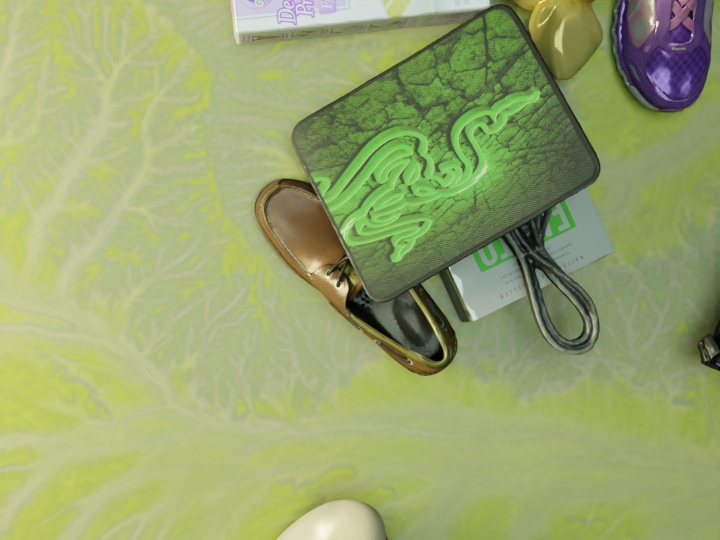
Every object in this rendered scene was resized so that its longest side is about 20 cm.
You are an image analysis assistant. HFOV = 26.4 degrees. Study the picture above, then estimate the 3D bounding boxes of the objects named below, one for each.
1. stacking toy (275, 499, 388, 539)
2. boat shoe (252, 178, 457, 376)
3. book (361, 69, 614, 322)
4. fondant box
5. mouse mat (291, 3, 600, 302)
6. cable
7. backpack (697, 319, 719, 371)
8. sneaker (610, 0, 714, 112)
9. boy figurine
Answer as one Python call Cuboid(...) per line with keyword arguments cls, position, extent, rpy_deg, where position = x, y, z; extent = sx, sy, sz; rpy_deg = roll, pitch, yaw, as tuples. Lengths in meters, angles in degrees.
Cuboid(cls="stacking toy", position=(0.015, 0.287, 1.182), extent=(0.146, 0.146, 0.200), rpy_deg=(-46, 114, -3))
Cuboid(cls="boat shoe", position=(0.000, 0.000, 1.183), extent=(0.200, 0.068, 0.072), rpy_deg=(40, 89, -4))
Cuboid(cls="book", position=(0.100, -0.078, 1.206), extent=(0.133, 0.048, 0.201), rpy_deg=(-25, 92, -8))
Cuboid(cls="fondant box", position=(-0.006, -0.259, 1.182), extent=(0.198, 0.058, 0.146), rpy_deg=(-7, 92, -4))
Cuboid(cls="mouse mat", position=(0.060, -0.089, 1.146), extent=(0.199, 0.008, 0.162), rpy_deg=(-30, 73, 10))
Cuboid(cls="cable", position=(0.125, -0.030, 1.159), extent=(0.096, 0.050, 0.202), rpy_deg=(-12, 87, -8))
Cuboid(cls="backpack", position=(0.385, 0.007, 1.168), extent=(0.146, 0.183, 0.201), rpy_deg=(21, 86, -28))
Cuboid(cls="sneaker", position=(0.246, -0.225, 1.191), extent=(0.080, 0.088, 0.202), rpy_deg=(2, 92, -7))
Cuboid(cls="boy figurine", position=(0.155, -0.250, 1.188), extent=(0.123, 0.064, 0.202), rpy_deg=(-10, 94, 20))
